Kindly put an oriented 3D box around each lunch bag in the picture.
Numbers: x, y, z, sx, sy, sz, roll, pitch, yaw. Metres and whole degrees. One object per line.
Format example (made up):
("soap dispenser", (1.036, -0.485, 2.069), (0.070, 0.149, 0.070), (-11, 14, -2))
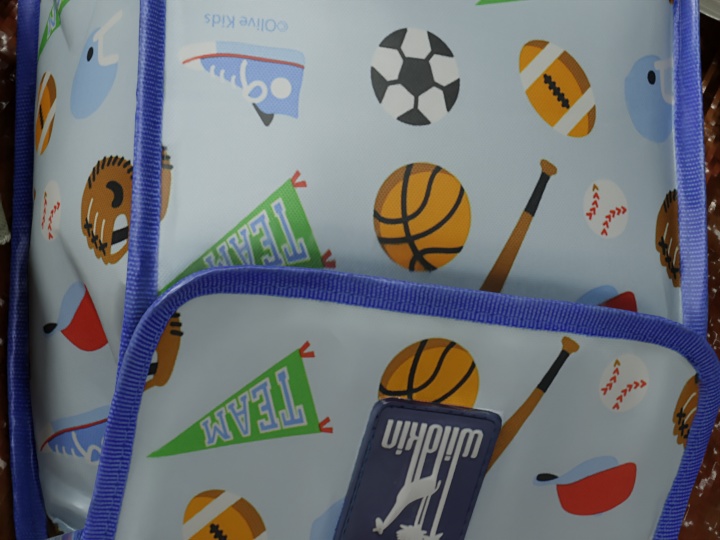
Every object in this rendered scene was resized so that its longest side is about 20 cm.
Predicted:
("lunch bag", (0.000, 0.000, 0.663), (0.170, 0.124, 0.201), (7, 78, -24))

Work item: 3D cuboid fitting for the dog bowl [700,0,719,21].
("dog bowl", (0.163, -0.159, 0.781), (0.059, 0.200, 0.201), (22, 53, -55))

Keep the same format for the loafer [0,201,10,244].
("loafer", (-0.128, -0.020, 0.641), (0.070, 0.075, 0.201), (20, 64, -31))
